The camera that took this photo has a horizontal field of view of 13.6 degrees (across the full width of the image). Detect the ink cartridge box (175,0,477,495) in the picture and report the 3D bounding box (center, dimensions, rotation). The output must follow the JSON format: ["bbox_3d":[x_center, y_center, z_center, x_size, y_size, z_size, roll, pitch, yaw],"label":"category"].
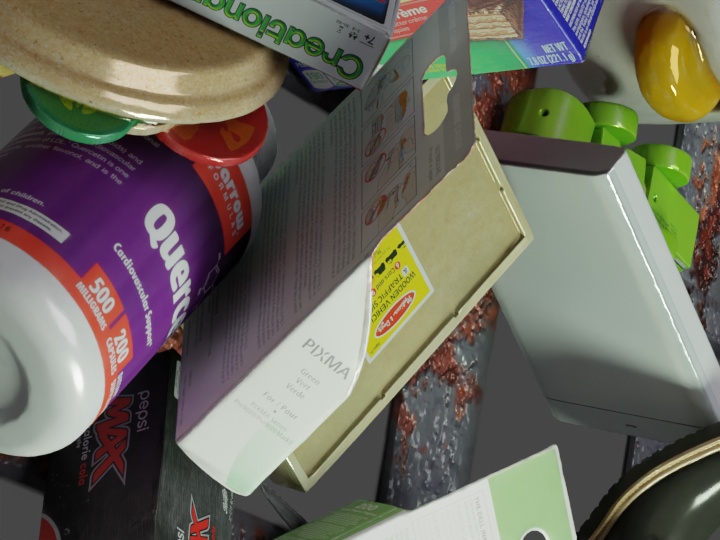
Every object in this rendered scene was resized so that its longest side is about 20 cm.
[{"bbox_3d":[-0.003,-0.016,1.355,0.050,0.200,0.161,38,24,-21],"label":"ink cartridge box"}]

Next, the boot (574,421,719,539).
[{"bbox_3d":[0.169,0.190,1.637,0.077,0.200,0.139,28,23,-50],"label":"boot"}]

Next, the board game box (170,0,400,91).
[{"bbox_3d":[-0.075,-0.161,1.329,0.199,0.035,0.127,25,31,-8],"label":"board game box"}]

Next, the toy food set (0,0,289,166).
[{"bbox_3d":[-0.120,-0.119,1.314,0.049,0.197,0.200,-60,-177,31],"label":"toy food set"}]

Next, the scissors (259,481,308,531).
[{"bbox_3d":[-0.002,0.162,1.591,0.073,0.014,0.201,-53,129,-38],"label":"scissors"}]

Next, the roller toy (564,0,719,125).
[{"bbox_3d":[0.205,-0.179,1.778,0.199,0.139,0.184,-6,94,-54],"label":"roller toy"}]

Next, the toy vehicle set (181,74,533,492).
[{"bbox_3d":[0.000,0.000,1.541,0.200,0.026,0.125,-47,128,-27],"label":"toy vehicle set"}]

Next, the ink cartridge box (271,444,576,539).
[{"bbox_3d":[0.028,0.186,1.554,0.199,0.048,0.147,-23,108,-35],"label":"ink cartridge box"}]

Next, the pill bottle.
[{"bbox_3d":[-0.118,-0.016,1.342,0.200,0.112,0.113,-49,128,-43],"label":"pill bottle"}]

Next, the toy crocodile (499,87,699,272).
[{"bbox_3d":[0.146,-0.050,1.770,0.200,0.061,0.068,32,63,-55],"label":"toy crocodile"}]

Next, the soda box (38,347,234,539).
[{"bbox_3d":[-0.102,0.138,1.351,0.063,0.070,0.201,49,32,-42],"label":"soda box"}]

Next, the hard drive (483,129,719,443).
[{"bbox_3d":[0.125,0.011,1.668,0.027,0.131,0.201,-47,127,-30],"label":"hard drive"}]

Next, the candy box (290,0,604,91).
[{"bbox_3d":[0.006,-0.181,1.472,0.200,0.168,0.077,50,47,-41],"label":"candy box"}]
